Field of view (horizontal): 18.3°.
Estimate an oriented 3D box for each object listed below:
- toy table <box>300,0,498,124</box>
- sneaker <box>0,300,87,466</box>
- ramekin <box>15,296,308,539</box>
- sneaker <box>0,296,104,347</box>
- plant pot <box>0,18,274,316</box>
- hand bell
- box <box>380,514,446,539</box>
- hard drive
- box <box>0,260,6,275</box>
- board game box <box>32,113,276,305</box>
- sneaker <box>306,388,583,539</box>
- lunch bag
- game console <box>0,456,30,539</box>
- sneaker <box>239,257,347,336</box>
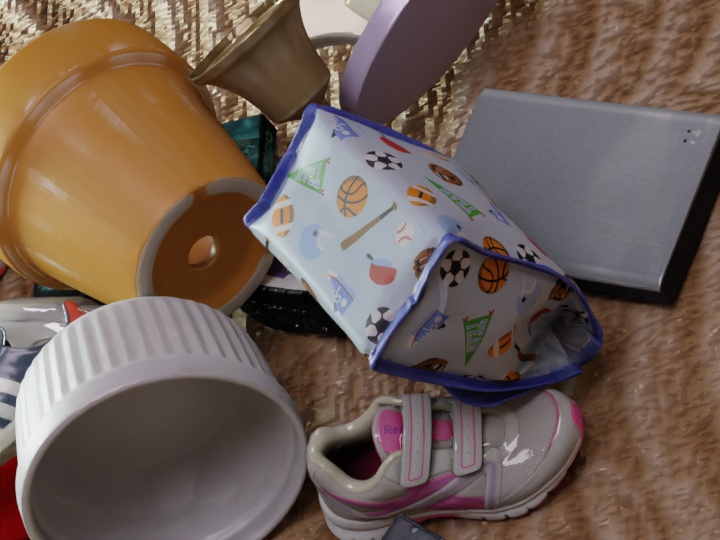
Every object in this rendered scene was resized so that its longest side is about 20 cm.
[{"bbox_3d":[0.021,-0.217,1.678,0.117,0.184,0.200,36,76,23],"label":"toy table"},{"bbox_3d":[-0.268,0.094,1.608,0.200,0.075,0.085,-32,83,-14],"label":"sneaker"},{"bbox_3d":[-0.144,0.111,1.535,0.200,0.200,0.105,-33,42,8],"label":"ramekin"},{"bbox_3d":[-0.213,0.066,1.681,0.199,0.075,0.089,6,99,28],"label":"sneaker"},{"bbox_3d":[-0.160,-0.053,1.605,0.200,0.200,0.183,-48,50,-6],"label":"plant pot"},{"bbox_3d":[-0.020,-0.098,1.610,0.104,0.200,0.104,-39,12,10],"label":"hand bell"},{"bbox_3d":[0.061,0.288,1.352,0.196,0.117,0.200,26,76,39],"label":"box"},{"bbox_3d":[0.150,-0.055,1.576,0.199,0.033,0.140,10,66,34],"label":"hard drive"},{"bbox_3d":[-0.360,-0.005,1.794,0.094,0.103,0.200,17,72,37],"label":"box"},{"bbox_3d":[-0.162,-0.040,1.749,0.199,0.028,0.136,-12,57,23],"label":"board game box"},{"bbox_3d":[0.050,0.122,1.483,0.199,0.088,0.082,-20,52,17],"label":"sneaker"},{"bbox_3d":[0.050,-0.004,1.462,0.170,0.200,0.124,48,113,37],"label":"lunch bag"},{"bbox_3d":[-0.298,0.173,1.697,0.200,0.118,0.173,48,121,41],"label":"game console"},{"bbox_3d":[0.000,0.000,1.603,0.199,0.076,0.088,12,62,35],"label":"sneaker"}]
